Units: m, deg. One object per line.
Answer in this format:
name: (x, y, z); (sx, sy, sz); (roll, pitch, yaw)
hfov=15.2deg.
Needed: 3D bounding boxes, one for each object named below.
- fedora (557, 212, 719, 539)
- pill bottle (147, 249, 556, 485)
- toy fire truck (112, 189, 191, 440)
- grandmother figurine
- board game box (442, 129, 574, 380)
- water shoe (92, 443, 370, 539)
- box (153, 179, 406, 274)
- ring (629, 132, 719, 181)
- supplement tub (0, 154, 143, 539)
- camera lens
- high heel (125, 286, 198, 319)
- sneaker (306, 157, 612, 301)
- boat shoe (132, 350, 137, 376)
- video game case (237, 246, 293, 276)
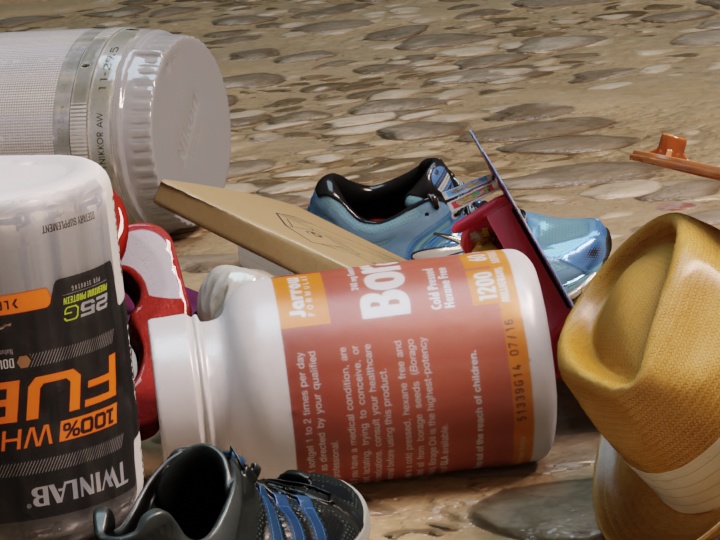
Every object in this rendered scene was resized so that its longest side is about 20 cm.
fedora: (0.148, 0.036, 1.249); (0.082, 0.201, 0.201); (34, 0, -19)
pill bottle: (-0.006, 0.054, 1.386); (0.200, 0.112, 0.112); (-7, 13, -5)
toy fire truck: (-0.186, 0.048, 1.437); (0.200, 0.168, 0.112); (-9, -22, -16)
grandmother figurine: (-0.042, 0.027, 1.524); (0.121, 0.061, 0.200); (-11, -9, 16)
board game box: (0.090, 0.010, 1.497); (0.039, 0.158, 0.200); (-29, 14, 3)
water shoe: (-0.053, 0.113, 1.228); (0.071, 0.079, 0.200); (1, 14, 25)
box: (0.000, 0.000, 1.560); (0.200, 0.021, 0.163); (27, 7, 27)
ring: (0.228, -0.039, 1.291); (0.200, 0.019, 0.200); (13, 3, -1)
supplement tub: (-0.167, 0.052, 1.271); (0.122, 0.200, 0.123); (-5, 13, 1)
camera lens: (-0.218, -0.103, 2.053); (0.200, 0.160, 0.160); (0, 14, 21)
high heel: (-0.140, 0.019, 1.694); (0.096, 0.067, 0.200); (-18, 30, -10)
sneaker: (0.059, -0.024, 1.699); (0.200, 0.090, 0.078); (2, 29, 0)
boat shoe: (-0.218, 0.061, 1.563); (0.201, 0.070, 0.072); (5, 15, 18)
video game case: (0.033, -0.010, 1.846); (0.182, 0.024, 0.200); (-10, 13, -20)
